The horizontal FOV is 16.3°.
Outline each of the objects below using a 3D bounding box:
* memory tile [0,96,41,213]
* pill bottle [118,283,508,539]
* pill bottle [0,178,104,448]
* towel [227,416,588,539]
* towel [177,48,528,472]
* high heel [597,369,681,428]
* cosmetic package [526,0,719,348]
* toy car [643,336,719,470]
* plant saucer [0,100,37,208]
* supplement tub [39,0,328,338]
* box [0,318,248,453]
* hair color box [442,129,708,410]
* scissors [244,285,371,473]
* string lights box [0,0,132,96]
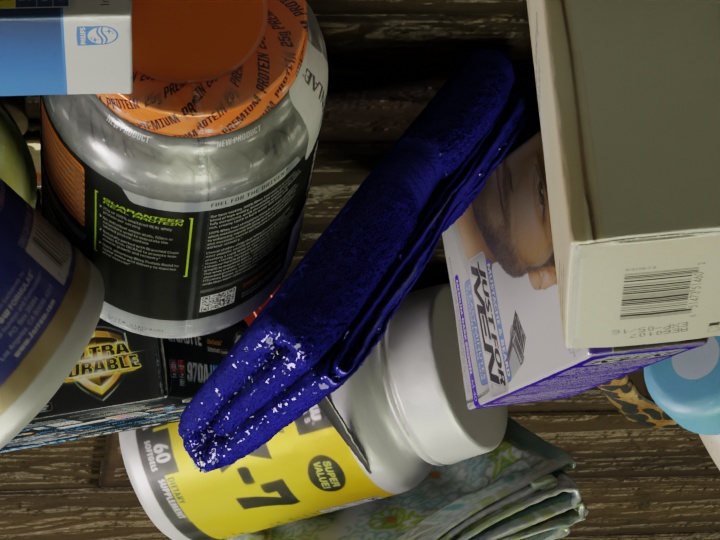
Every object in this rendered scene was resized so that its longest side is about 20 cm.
[{"bbox_3d":[-0.213,-0.048,1.215,0.152,0.017,0.200,-17,152,24],"label":"memory tile"},{"bbox_3d":[-0.026,0.078,1.405,0.199,0.115,0.114,-18,152,25],"label":"pill bottle"},{"bbox_3d":[-0.214,-0.018,1.040,0.119,0.120,0.200,-27,119,39],"label":"pill bottle"},{"bbox_3d":[0.020,0.138,1.432,0.170,0.048,0.200,-29,-160,-15],"label":"towel"},{"bbox_3d":[0.000,0.000,1.163,0.049,0.200,0.148,38,147,-1],"label":"towel"},{"bbox_3d":[0.177,0.045,1.388,0.198,0.072,0.143,10,170,-13],"label":"high heel"},{"bbox_3d":[0.105,-0.082,0.981,0.072,0.202,0.104,-6,154,1],"label":"cosmetic package"},{"bbox_3d":[0.251,0.007,1.258,0.199,0.178,0.184,-28,145,19],"label":"toy car"},{"bbox_3d":[-0.242,-0.060,1.125,0.198,0.031,0.201,3,144,2],"label":"plant saucer"},{"bbox_3d":[-0.078,-0.062,1.083,0.121,0.124,0.200,-1,156,-8],"label":"supplement tub"},{"bbox_3d":[-0.167,0.062,1.279,0.198,0.046,0.159,-10,173,14],"label":"box"},{"bbox_3d":[0.097,-0.001,1.201,0.064,0.110,0.200,-6,171,-16],"label":"hair color box"},{"bbox_3d":[-0.048,0.030,1.301,0.073,0.014,0.201,3,133,27],"label":"scissors"},{"bbox_3d":[-0.187,-0.122,0.957,0.198,0.104,0.059,-2,154,-6],"label":"string lights box"}]
